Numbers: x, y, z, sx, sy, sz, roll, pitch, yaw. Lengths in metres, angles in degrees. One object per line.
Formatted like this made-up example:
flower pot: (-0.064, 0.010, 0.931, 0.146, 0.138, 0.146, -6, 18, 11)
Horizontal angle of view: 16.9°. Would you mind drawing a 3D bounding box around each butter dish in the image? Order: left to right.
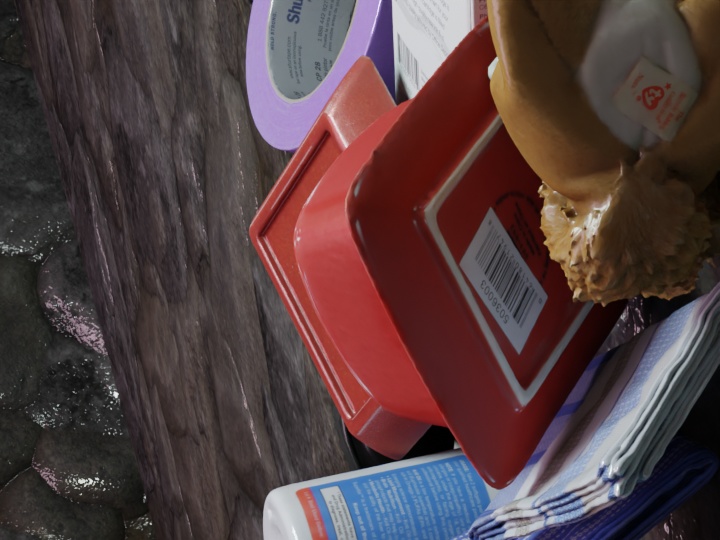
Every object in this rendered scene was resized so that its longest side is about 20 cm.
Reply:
butter dish: (0.034, -0.008, 1.333, 0.147, 0.200, 0.201, -7, 123, 38)

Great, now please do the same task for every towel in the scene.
towel: (0.117, 0.131, 1.338, 0.024, 0.145, 0.200, 52, 177, -8)
towel: (0.131, 0.075, 1.269, 0.024, 0.147, 0.200, 39, 157, -5)

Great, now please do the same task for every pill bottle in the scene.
pill bottle: (0.045, 0.175, 1.561, 0.112, 0.199, 0.113, 169, 90, -77)

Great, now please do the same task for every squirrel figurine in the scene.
squirrel figurine: (0.120, -0.080, 1.209, 0.187, 0.141, 0.201, -132, 36, -76)

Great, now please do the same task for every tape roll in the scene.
tape roll: (-0.004, -0.172, 1.612, 0.200, 0.065, 0.201, -32, 53, 55)

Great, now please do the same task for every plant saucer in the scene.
plant saucer: (0.000, 0.000, 1.518, 0.201, 0.037, 0.200, 63, 149, 17)

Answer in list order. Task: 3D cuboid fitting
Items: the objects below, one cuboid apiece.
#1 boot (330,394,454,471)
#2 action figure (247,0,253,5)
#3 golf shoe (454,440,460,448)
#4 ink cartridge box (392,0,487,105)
boot: (0.045, 0.062, 1.591, 0.158, 0.079, 0.212, 4, 108, 59)
action figure: (-0.038, -0.289, 1.746, 0.201, 0.102, 0.119, -65, -23, -9)
golf shoe: (0.036, 0.068, 1.743, 0.200, 0.077, 0.088, 57, 144, -2)
ink cartridge box: (0.077, -0.147, 1.422, 0.146, 0.084, 0.201, -121, 24, -53)
